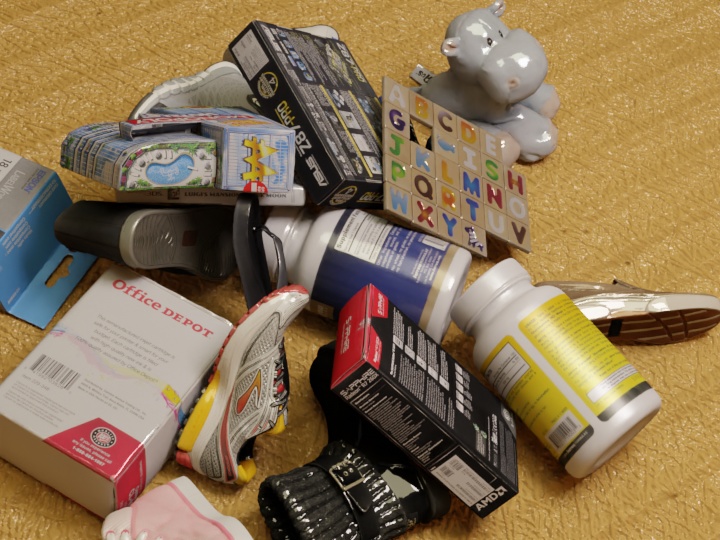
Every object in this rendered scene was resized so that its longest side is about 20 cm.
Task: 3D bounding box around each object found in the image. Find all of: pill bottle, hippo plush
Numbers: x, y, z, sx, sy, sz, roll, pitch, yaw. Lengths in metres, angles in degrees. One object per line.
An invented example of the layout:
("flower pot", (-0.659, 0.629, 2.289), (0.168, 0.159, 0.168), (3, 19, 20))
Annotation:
("pill bottle", (0.181, 0.089, 1.439), (0.112, 0.113, 0.200), (-31, 71, -29))
("pill bottle", (0.000, 0.000, 1.500), (0.199, 0.111, 0.111), (20, 51, 8))
("hippo plush", (0.145, -0.225, 1.672), (0.200, 0.161, 0.159), (37, 55, 20))

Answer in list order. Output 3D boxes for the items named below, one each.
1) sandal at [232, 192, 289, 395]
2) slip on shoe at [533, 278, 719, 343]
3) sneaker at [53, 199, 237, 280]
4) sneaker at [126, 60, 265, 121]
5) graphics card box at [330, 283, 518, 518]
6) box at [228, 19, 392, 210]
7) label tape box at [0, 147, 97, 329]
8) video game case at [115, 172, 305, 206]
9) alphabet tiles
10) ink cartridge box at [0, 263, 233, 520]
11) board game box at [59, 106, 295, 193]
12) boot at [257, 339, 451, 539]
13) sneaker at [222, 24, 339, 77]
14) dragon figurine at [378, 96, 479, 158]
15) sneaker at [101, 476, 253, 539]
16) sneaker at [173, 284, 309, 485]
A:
("sandal", (-0.084, 0.022, 1.437), (0.043, 0.201, 0.076), (-9, 11, 7))
("slip on shoe", (0.270, 0.036, 1.540), (0.199, 0.076, 0.061), (-6, 58, -4))
("sneaker", (-0.202, -0.039, 1.489), (0.106, 0.075, 0.200), (13, 2, 30))
("sneaker", (-0.156, -0.154, 1.608), (0.115, 0.075, 0.200), (34, 42, 15))
("graphics card box", (0.060, 0.117, 1.366), (0.200, 0.051, 0.126), (41, 24, -20))
("box", (-0.029, -0.154, 1.525), (0.161, 0.049, 0.200), (-2, 56, -54))
("label tape box", (-0.367, -0.047, 1.511), (0.199, 0.063, 0.144), (23, 52, 10))
("video game case", (-0.155, -0.094, 1.533), (0.181, 0.023, 0.200), (0, 13, -8))
("alphabet tiles", (0.100, -0.093, 1.548), (0.199, 0.008, 0.168), (24, 49, -32))
("ink cartridge box", (-0.225, 0.110, 1.391), (0.147, 0.086, 0.200), (28, 51, 15))
("board game box", (-0.156, -0.115, 1.434), (0.199, 0.062, 0.200), (-5, 13, -32))
("boot", (-0.032, 0.169, 1.377), (0.157, 0.080, 0.211), (-21, 58, -24))
("sneaker", (-0.045, -0.217, 1.689), (0.199, 0.081, 0.115), (36, 57, 21))
("dragon figurine", (0.086, -0.109, 1.609), (0.200, 0.100, 0.059), (33, 54, 18))
("sneaker", (-0.153, 0.243, 1.265), (0.104, 0.076, 0.200), (-21, 24, -24))
("sneaker", (-0.091, 0.103, 1.371), (0.082, 0.201, 0.078), (28, 16, 10))
